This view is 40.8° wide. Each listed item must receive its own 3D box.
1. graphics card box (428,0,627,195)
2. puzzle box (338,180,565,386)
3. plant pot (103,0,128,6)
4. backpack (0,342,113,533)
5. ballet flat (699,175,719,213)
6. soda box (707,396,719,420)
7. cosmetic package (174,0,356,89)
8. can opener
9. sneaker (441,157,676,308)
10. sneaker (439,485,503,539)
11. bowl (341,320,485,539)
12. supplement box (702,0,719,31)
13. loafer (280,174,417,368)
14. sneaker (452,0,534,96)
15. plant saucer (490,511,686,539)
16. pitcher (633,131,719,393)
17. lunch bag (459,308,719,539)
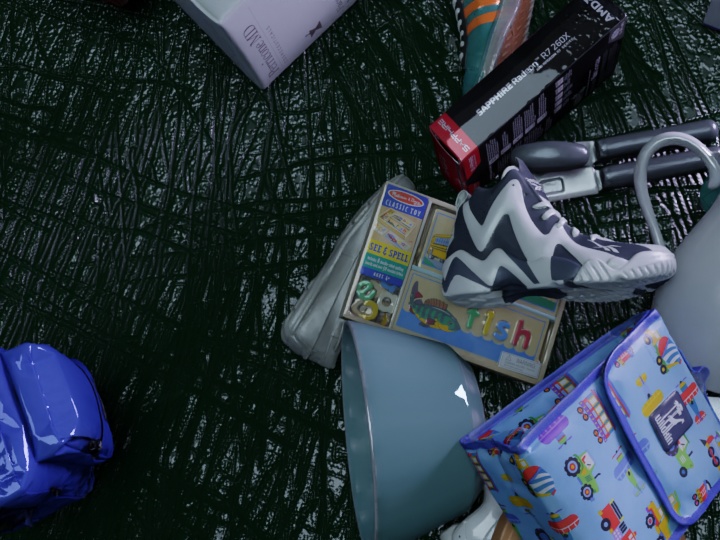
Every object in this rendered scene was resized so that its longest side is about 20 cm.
[{"bbox_3d":[0.155,-0.161,0.903,0.200,0.125,0.051,-41,74,0],"label":"graphics card box"},{"bbox_3d":[0.093,0.013,0.896,0.199,0.025,0.134,19,81,-7],"label":"puzzle box"},{"bbox_3d":[-0.267,-0.396,1.000,0.200,0.201,0.196,29,93,14],"label":"plant pot"},{"bbox_3d":[-0.313,0.155,0.879,0.167,0.200,0.164,-18,73,-5],"label":"backpack"},{"bbox_3d":[0.411,-0.085,0.873,0.198,0.070,0.068,-11,76,7],"label":"ballet flat"},{"bbox_3d":[0.254,0.140,0.852,0.198,0.068,0.064,2,79,10],"label":"soda box"},{"bbox_3d":[-0.098,-0.327,0.960,0.200,0.165,0.165,-44,75,-1],"label":"cosmetic package"},{"bbox_3d":[0.241,-0.102,0.911,0.198,0.066,0.053,-9,84,2],"label":"can opener"},{"bbox_3d":[0.167,-0.040,0.837,0.198,0.079,0.131,-7,74,29],"label":"sneaker"},{"bbox_3d":[0.115,0.265,0.854,0.099,0.078,0.201,9,71,18],"label":"sneaker"},{"bbox_3d":[0.046,0.138,0.836,0.104,0.201,0.203,-6,77,-7],"label":"bowl"},{"bbox_3d":[0.416,-0.320,0.906,0.101,0.103,0.201,26,82,14],"label":"supplement box"},{"bbox_3d":[0.000,0.000,0.930,0.070,0.070,0.201,34,84,-3],"label":"loafer"},{"bbox_3d":[0.123,-0.254,0.963,0.079,0.071,0.202,12,81,25],"label":"sneaker"},{"bbox_3d":[0.198,0.263,0.808,0.199,0.032,0.202,4,78,-20],"label":"plant saucer"},{"bbox_3d":[0.302,-0.008,0.835,0.170,0.121,0.202,19,103,20],"label":"pitcher"},{"bbox_3d":[0.206,0.139,0.764,0.199,0.094,0.151,-35,96,-22],"label":"lunch bag"}]
